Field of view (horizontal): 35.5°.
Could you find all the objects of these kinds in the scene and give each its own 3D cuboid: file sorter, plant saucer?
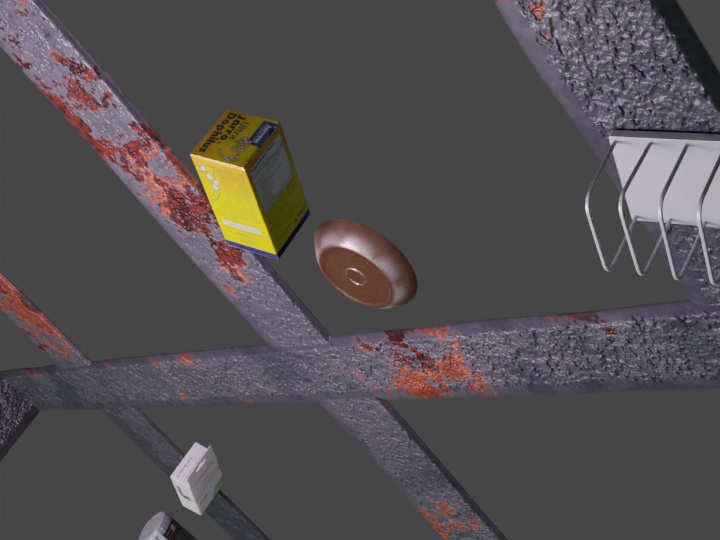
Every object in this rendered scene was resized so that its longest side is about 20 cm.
[{"bbox_3d":[0.380,-0.069,1.324,0.197,0.125,0.140,8,140,37],"label":"file sorter"},{"bbox_3d":[0.000,0.000,1.866,0.198,0.037,0.202,25,147,17],"label":"plant saucer"}]

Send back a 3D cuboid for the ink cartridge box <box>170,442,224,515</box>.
[{"bbox_3d":[-0.423,0.529,2.908,0.066,0.118,0.202,23,147,21],"label":"ink cartridge box"}]

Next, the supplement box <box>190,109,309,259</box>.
[{"bbox_3d":[-0.170,-0.134,1.773,0.108,0.109,0.202,16,144,27],"label":"supplement box"}]

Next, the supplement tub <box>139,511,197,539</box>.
[{"bbox_3d":[-0.581,0.856,3.500,0.200,0.123,0.122,45,147,-17],"label":"supplement tub"}]
